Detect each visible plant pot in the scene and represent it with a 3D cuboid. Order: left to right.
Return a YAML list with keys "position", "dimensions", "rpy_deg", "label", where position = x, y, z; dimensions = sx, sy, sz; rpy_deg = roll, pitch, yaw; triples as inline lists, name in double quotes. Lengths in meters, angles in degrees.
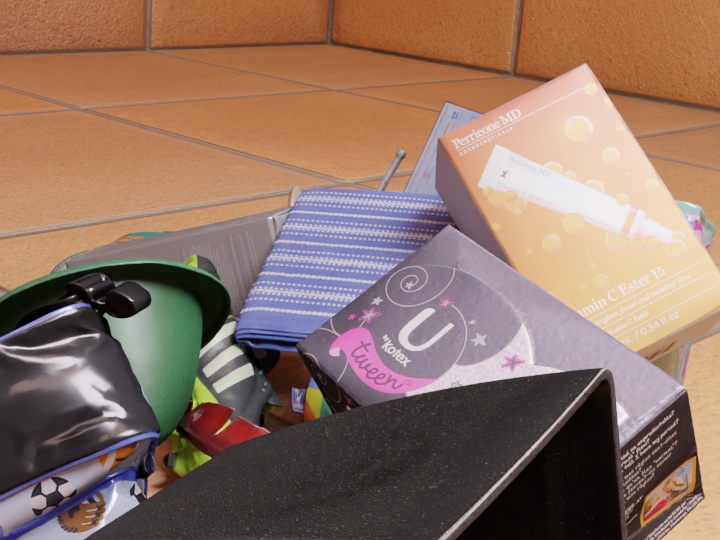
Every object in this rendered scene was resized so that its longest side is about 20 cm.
- position: [-0.003, 0.159, 0.481]
  dimensions: [0.177, 0.200, 0.200]
  rpy_deg: [-2, 12, 28]
  label: "plant pot"

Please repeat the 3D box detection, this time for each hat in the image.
- position: [-0.133, 0.104, 0.696]
  dimensions: [0.166, 0.200, 0.176]
  rpy_deg: [0, 60, -34]
  label: "hat"

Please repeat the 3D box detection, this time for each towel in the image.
- position: [0.000, 0.000, 0.896]
  dimensions: [0.145, 0.024, 0.200]
  rpy_deg: [5, 36, 12]
  label: "towel"

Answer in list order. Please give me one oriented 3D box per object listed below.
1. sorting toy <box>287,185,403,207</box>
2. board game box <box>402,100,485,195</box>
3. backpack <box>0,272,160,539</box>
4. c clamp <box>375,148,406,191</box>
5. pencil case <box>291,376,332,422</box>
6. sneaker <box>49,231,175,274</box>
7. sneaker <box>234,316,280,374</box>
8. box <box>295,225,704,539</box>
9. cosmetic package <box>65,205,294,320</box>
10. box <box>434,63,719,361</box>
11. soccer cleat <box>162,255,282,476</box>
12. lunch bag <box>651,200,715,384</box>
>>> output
- position: [0.026, 0.007, 1.105]
  dimensions: [0.200, 0.107, 0.180]
  rpy_deg: [0, 35, 7]
  label: "sorting toy"
- position: [0.068, -0.036, 0.994]
  dimensions: [0.019, 0.200, 0.103]
  rpy_deg: [22, 4, -44]
  label: "board game box"
- position: [-0.180, 0.114, 0.570]
  dimensions: [0.200, 0.154, 0.191]
  rpy_deg: [-21, -11, -20]
  label: "backpack"
- position: [0.039, 0.012, 0.971]
  dimensions: [0.027, 0.171, 0.200]
  rpy_deg: [22, 14, -44]
  label: "c clamp"
- position: [0.053, 0.104, 0.835]
  dimensions: [0.200, 0.088, 0.088]
  rpy_deg: [12, 18, 20]
  label: "pencil case"
- position: [-0.223, 0.003, 1.149]
  dimensions: [0.080, 0.071, 0.200]
  rpy_deg: [3, 12, 42]
  label: "sneaker"
- position: [-0.144, 0.085, 0.916]
  dimensions: [0.200, 0.070, 0.082]
  rpy_deg: [-3, 41, -30]
  label: "sneaker"
- position: [0.078, 0.087, 0.702]
  dimensions: [0.132, 0.115, 0.200]
  rpy_deg: [-38, 45, -14]
  label: "box"
- position: [-0.135, 0.004, 1.022]
  dimensions: [0.200, 0.090, 0.107]
  rpy_deg: [-8, 8, 18]
  label: "cosmetic package"
- position: [0.154, -0.023, 0.858]
  dimensions: [0.124, 0.200, 0.097]
  rpy_deg: [-27, -16, -6]
  label: "box"
- position: [-0.101, 0.072, 0.853]
  dimensions: [0.081, 0.068, 0.200]
  rpy_deg: [17, 39, -28]
  label: "soccer cleat"
- position: [0.170, 0.018, 0.974]
  dimensions: [0.200, 0.170, 0.122]
  rpy_deg: [12, -3, 22]
  label: "lunch bag"
